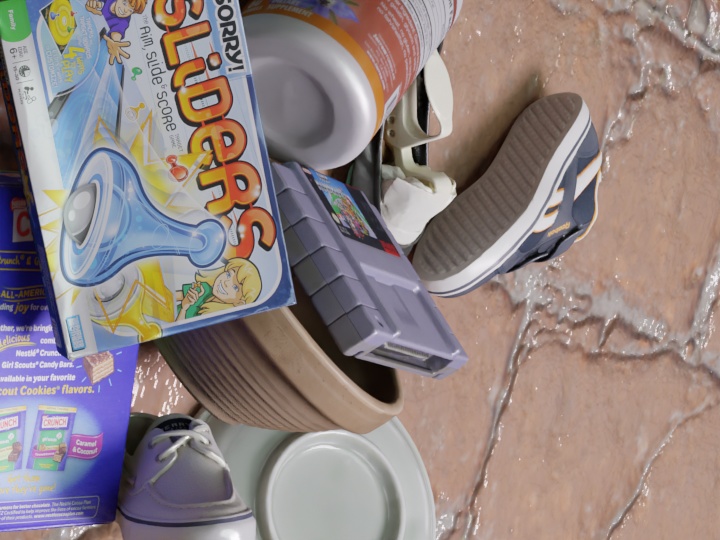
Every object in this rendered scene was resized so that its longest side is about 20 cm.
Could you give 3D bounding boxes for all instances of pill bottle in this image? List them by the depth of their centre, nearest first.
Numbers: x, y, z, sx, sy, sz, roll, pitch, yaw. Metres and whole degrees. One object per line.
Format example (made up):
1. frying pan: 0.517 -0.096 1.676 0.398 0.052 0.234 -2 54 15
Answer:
1. pill bottle: -0.004 -0.162 1.730 0.200 0.112 0.112 -56 139 -42

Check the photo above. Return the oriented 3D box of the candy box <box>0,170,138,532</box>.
1. candy box: -0.207 0.044 1.580 0.169 0.077 0.201 2 100 -50

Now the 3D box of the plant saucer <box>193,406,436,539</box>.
1. plant saucer: -0.027 0.157 1.787 0.200 0.050 0.201 7 75 -29

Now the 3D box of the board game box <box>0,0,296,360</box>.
1. board game box: -0.120 -0.064 1.525 0.135 0.034 0.201 -14 101 -15

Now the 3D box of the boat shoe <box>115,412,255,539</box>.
1. boat shoe: -0.111 0.121 1.643 0.071 0.200 0.070 -2 97 -16

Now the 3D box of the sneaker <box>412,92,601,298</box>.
1. sneaker: 0.114 -0.035 1.953 0.200 0.078 0.080 -50 129 -32

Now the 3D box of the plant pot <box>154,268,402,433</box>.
1. plant pot: -0.067 0.028 1.688 0.093 0.201 0.201 -36 140 12

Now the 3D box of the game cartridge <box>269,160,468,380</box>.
1. game cartridge: 0.000 0.000 1.698 0.130 0.038 0.200 63 13 14

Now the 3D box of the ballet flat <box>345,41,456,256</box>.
1. ballet flat: 0.027 -0.079 1.839 0.068 0.068 0.201 -19 116 -48
